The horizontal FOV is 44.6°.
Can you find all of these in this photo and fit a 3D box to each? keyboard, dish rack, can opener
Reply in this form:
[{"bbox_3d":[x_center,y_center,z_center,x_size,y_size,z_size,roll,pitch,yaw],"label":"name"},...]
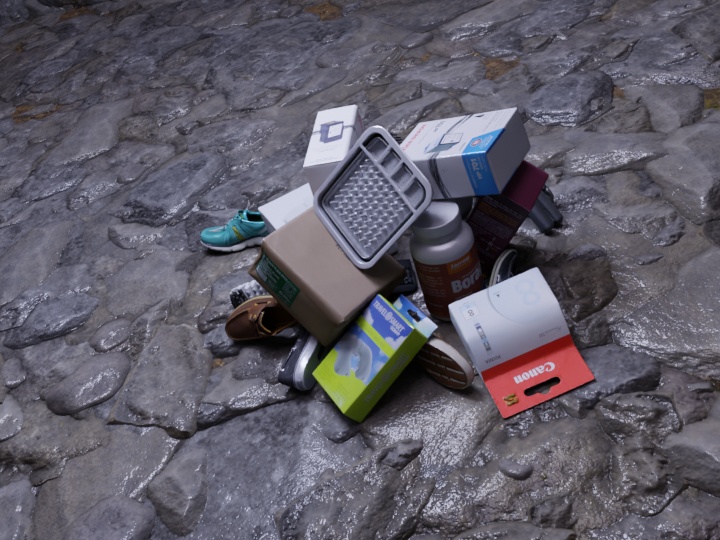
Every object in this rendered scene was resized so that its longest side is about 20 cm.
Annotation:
[{"bbox_3d":[0.000,0.000,1.625,0.199,0.040,0.104,-6,49,-10],"label":"keyboard"},{"bbox_3d":[0.025,-0.121,1.464,0.172,0.200,0.043,52,29,17],"label":"dish rack"},{"bbox_3d":[0.298,-0.154,1.671,0.053,0.067,0.200,-37,84,-23],"label":"can opener"}]

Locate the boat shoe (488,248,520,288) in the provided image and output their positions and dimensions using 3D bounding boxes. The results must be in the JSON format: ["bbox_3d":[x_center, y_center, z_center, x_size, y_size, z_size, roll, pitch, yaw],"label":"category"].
[{"bbox_3d":[0.248,0.046,1.491,0.062,0.075,0.200,6,48,21],"label":"boat shoe"}]

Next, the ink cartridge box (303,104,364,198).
[{"bbox_3d":[-0.037,-0.197,1.654,0.084,0.145,0.200,-7,38,14],"label":"ink cartridge box"}]

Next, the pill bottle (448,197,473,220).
[{"bbox_3d":[0.150,-0.131,1.648,0.110,0.111,0.200,-22,1,-5],"label":"pill bottle"}]

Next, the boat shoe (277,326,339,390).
[{"bbox_3d":[-0.088,0.127,1.542,0.066,0.070,0.200,2,48,26],"label":"boat shoe"}]

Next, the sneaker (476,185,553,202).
[{"bbox_3d":[0.287,-0.166,1.735,0.199,0.076,0.079,18,11,17],"label":"sneaker"}]

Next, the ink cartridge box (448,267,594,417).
[{"bbox_3d":[0.250,0.110,1.375,0.160,0.047,0.200,-22,56,-4],"label":"ink cartridge box"}]

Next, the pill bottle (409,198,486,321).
[{"bbox_3d":[0.147,-0.019,1.506,0.112,0.200,0.112,-12,37,9],"label":"pill bottle"}]

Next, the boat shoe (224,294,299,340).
[{"bbox_3d":[-0.172,0.085,1.583,0.200,0.072,0.068,-19,14,29],"label":"boat shoe"}]

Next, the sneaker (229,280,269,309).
[{"bbox_3d":[-0.162,0.030,1.655,0.200,0.075,0.081,-13,16,44],"label":"sneaker"}]

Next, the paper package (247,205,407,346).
[{"bbox_3d":[-0.058,0.001,1.517,0.200,0.104,0.191,44,48,9],"label":"paper package"}]

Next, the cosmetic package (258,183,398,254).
[{"bbox_3d":[-0.064,-0.083,1.743,0.200,0.123,0.199,-29,38,-11],"label":"cosmetic package"}]

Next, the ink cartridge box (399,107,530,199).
[{"bbox_3d":[0.164,-0.192,1.482,0.199,0.086,0.147,-1,37,36],"label":"ink cartridge box"}]

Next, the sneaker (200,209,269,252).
[{"bbox_3d":[-0.251,-0.096,1.877,0.199,0.080,0.078,-11,38,12],"label":"sneaker"}]

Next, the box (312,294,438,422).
[{"bbox_3d":[0.022,0.133,1.430,0.200,0.048,0.122,-51,40,3],"label":"box"}]

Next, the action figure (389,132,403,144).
[{"bbox_3d":[0.019,-0.202,1.878,0.200,0.102,0.119,-38,52,43],"label":"action figure"}]

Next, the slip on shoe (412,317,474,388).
[{"bbox_3d":[0.121,0.130,1.445,0.060,0.076,0.200,-27,30,-31],"label":"slip on shoe"}]

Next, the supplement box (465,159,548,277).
[{"bbox_3d":[0.241,-0.096,1.556,0.085,0.200,0.110,31,52,4],"label":"supplement box"}]
